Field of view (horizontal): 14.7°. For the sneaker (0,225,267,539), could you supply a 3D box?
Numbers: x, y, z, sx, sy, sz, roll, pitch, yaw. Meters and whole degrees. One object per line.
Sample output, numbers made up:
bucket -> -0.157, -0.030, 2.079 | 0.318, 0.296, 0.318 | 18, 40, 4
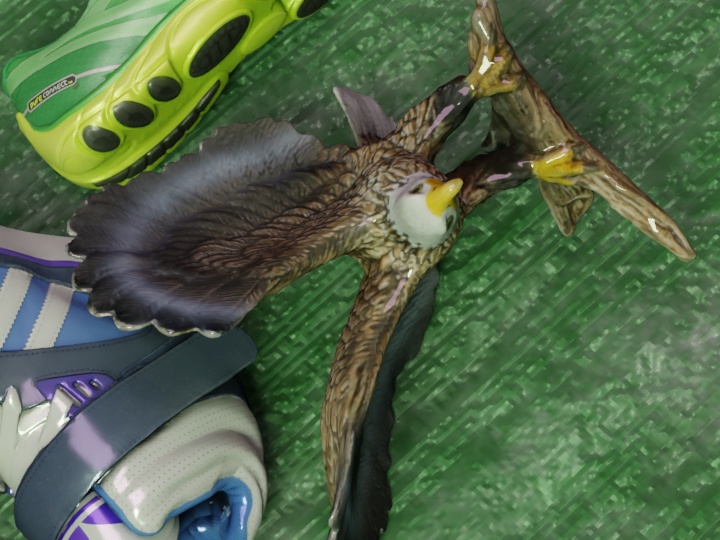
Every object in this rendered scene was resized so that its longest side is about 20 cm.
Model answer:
sneaker -> -0.125, 0.056, 0.993 | 0.199, 0.081, 0.147 | 1, 44, -34

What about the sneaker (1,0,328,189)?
sneaker -> -0.066, -0.123, 1.132 | 0.084, 0.074, 0.200 | 40, 73, 23

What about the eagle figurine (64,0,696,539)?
eagle figurine -> 0.000, -0.003, 1.005 | 0.152, 0.151, 0.200 | 37, 72, 27
